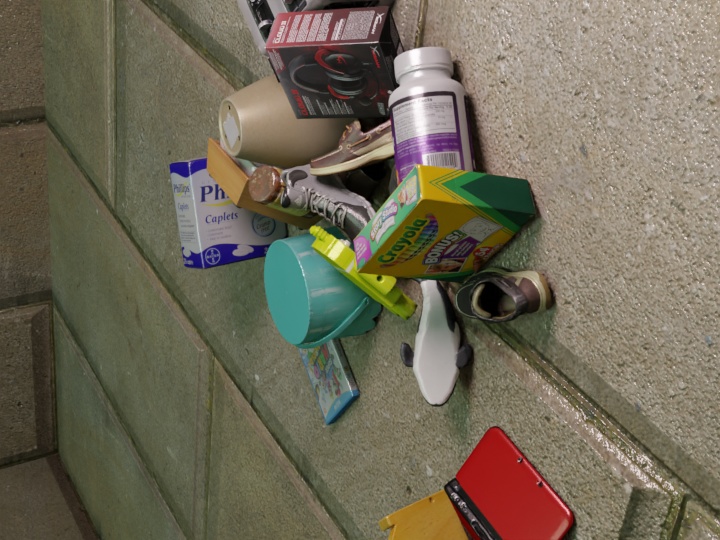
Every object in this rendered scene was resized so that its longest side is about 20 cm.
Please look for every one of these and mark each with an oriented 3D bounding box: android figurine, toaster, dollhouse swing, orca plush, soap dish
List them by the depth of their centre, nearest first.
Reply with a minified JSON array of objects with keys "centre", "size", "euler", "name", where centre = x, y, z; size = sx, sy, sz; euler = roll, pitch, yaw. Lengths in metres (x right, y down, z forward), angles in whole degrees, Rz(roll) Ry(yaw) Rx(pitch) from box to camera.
[{"centre":[0.106,0.100,1.688],"size":[0.071,0.103,0.203],"euler":[56,-164,-83],"name":"orca plush"},{"centre":[-0.063,-0.418,1.701],"size":[0.180,0.198,0.121],"euler":[-32,75,51],"name":"toaster"},{"centre":[0.000,0.000,1.741],"size":[0.199,0.041,0.182],"euler":[40,176,-8],"name":"android figurine"},{"centre":[0.093,0.473,1.745],"size":[0.176,0.180,0.203],"euler":[-40,70,48],"name":"dollhouse swing"},{"centre":[-0.163,-0.152,1.951],"size":[0.082,0.198,0.157],"euler":[-58,45,14],"name":"soap dish"}]

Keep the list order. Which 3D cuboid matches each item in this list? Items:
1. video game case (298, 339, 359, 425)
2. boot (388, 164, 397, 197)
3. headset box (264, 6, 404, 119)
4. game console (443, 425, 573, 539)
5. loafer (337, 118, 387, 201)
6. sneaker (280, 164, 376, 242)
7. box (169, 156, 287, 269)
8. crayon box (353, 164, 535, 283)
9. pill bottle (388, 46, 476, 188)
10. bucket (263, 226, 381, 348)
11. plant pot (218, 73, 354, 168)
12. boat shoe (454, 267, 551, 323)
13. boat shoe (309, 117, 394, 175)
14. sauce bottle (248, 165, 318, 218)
[{"centre":[-0.068,0.166,2.078],"size":[0.143,0.018,0.203],"euler":[-52,55,54],"name":"video game case"},{"centre":[0.088,-0.061,1.669],"size":[0.131,0.067,0.203],"euler":[45,138,38],"name":"boot"},{"centre":[-0.037,-0.297,1.630],"size":[0.150,0.196,0.076],"euler":[66,-146,-49],"name":"headset box"},{"centre":[0.222,0.360,1.620],"size":[0.200,0.118,0.173],"euler":[49,171,43],"name":"game console"},{"centre":[0.001,-0.153,1.779],"size":[0.071,0.072,0.202],"euler":[54,143,39],"name":"loafer"},{"centre":[-0.062,-0.095,1.726],"size":[0.200,0.114,0.076],"euler":[47,133,39],"name":"sneaker"},{"centre":[-0.248,-0.119,2.133],"size":[0.104,0.181,0.204],"euler":[4,104,61],"name":"box"},{"centre":[0.107,-0.057,1.501],"size":[0.200,0.170,0.059],"euler":[131,136,-52],"name":"crayon box"},{"centre":[0.096,-0.195,1.542],"size":[0.111,0.110,0.204],"euler":[-22,72,61],"name":"pill bottle"},{"centre":[-0.069,0.027,1.908],"size":[0.207,0.133,0.211],"euler":[32,128,55],"name":"bucket"},{"centre":[-0.126,-0.245,1.848],"size":[0.187,0.197,0.191],"euler":[31,127,53],"name":"plant pot"},{"centre":[0.178,0.035,1.533],"size":[0.199,0.064,0.075],"euler":[-15,88,62],"name":"boat shoe"},{"centre":[0.006,-0.194,1.687],"size":[0.197,0.072,0.073],"euler":[-15,92,30],"name":"boat shoe"},{"centre":[-0.101,-0.121,1.855],"size":[0.065,0.199,0.067],"euler":[-9,74,34],"name":"sauce bottle"}]
